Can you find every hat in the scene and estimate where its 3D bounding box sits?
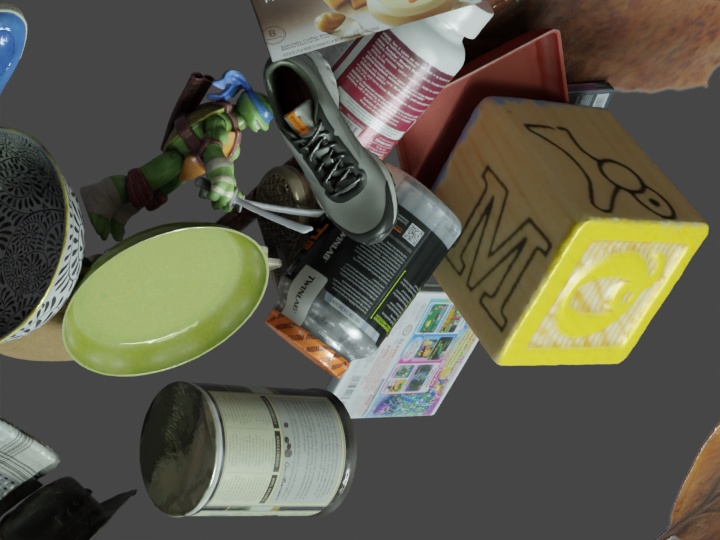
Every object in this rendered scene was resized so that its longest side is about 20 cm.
[{"bbox_3d":[-0.339,0.277,1.928,0.200,0.081,0.201,-38,-173,6],"label":"hat"}]

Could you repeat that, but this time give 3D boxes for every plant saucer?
[{"bbox_3d":[0.124,-0.149,1.856,0.199,0.037,0.200,-29,142,-10],"label":"plant saucer"},{"bbox_3d":[-0.180,0.020,1.618,0.198,0.031,0.201,-20,146,-14],"label":"plant saucer"}]

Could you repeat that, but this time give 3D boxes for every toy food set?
[{"bbox_3d":[-0.270,0.040,1.706,0.197,0.049,0.199,-21,157,36],"label":"toy food set"}]

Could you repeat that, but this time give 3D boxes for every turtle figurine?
[{"bbox_3d":[-0.147,-0.067,1.661,0.192,0.144,0.201,-24,119,6],"label":"turtle figurine"}]

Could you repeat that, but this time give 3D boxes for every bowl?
[{"bbox_3d":[-0.308,-0.017,1.569,0.201,0.201,0.094,-45,149,14],"label":"bowl"}]

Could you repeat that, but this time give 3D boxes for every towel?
[{"bbox_3d":[-0.431,0.222,1.863,0.192,0.035,0.200,-39,143,5],"label":"towel"}]

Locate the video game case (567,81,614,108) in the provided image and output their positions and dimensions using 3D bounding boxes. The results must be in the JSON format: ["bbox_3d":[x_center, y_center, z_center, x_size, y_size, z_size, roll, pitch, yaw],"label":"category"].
[{"bbox_3d":[0.173,-0.139,1.948,0.198,0.019,0.144,-7,134,-31],"label":"video game case"}]

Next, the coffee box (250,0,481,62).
[{"bbox_3d":[-0.003,-0.273,1.573,0.198,0.080,0.115,-15,142,2],"label":"coffee box"}]

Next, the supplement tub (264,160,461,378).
[{"bbox_3d":[0.000,0.000,1.782,0.201,0.122,0.123,-53,143,-7],"label":"supplement tub"}]

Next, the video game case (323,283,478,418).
[{"bbox_3d":[0.057,0.097,2.111,0.181,0.024,0.201,1,129,-39],"label":"video game case"}]

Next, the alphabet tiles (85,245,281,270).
[{"bbox_3d":[-0.183,0.001,1.733,0.194,0.015,0.199,6,164,-41],"label":"alphabet tiles"}]

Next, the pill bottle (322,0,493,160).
[{"bbox_3d":[0.030,-0.199,1.697,0.200,0.110,0.109,-48,141,17],"label":"pill bottle"}]

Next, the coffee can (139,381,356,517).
[{"bbox_3d":[-0.124,0.201,1.981,0.199,0.147,0.147,7,127,-41],"label":"coffee can"}]

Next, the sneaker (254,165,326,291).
[{"bbox_3d":[-0.059,-0.048,1.846,0.075,0.070,0.201,-40,150,-28],"label":"sneaker"}]

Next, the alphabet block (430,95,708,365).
[{"bbox_3d":[0.200,-0.039,1.837,0.194,0.201,0.197,1,131,-36],"label":"alphabet block"}]

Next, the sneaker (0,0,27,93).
[{"bbox_3d":[-0.331,-0.122,1.502,0.076,0.112,0.200,20,117,-47],"label":"sneaker"}]

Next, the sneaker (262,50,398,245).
[{"bbox_3d":[-0.035,-0.112,1.629,0.074,0.201,0.079,-31,174,19],"label":"sneaker"}]
